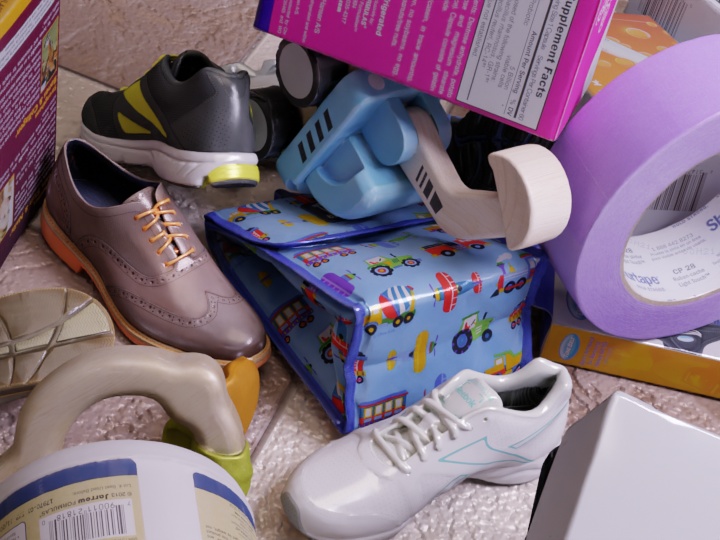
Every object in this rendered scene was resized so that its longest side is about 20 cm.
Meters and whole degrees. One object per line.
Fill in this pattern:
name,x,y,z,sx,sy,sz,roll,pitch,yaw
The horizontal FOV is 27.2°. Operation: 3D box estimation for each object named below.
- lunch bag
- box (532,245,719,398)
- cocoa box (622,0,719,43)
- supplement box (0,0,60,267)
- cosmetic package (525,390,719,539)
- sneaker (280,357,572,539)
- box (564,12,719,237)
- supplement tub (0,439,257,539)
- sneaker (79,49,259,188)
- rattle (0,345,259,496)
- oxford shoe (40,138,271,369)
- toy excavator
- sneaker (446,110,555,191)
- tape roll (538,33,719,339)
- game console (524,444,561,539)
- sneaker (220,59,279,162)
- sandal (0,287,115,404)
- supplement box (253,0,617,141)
lunch bag,0.000,0.000,0.984,0.150,0.095,0.200,-16,36,-31
box,0.203,0.024,1.036,0.198,0.042,0.119,12,43,0
cocoa box,0.315,-0.157,1.186,0.131,0.134,0.200,-20,53,-33
supplement box,-0.246,-0.105,0.925,0.085,0.201,0.111,17,42,4
cosmetic package,0.169,0.195,0.717,0.199,0.123,0.200,22,74,2
sneaker,0.042,0.098,0.883,0.199,0.081,0.071,-18,53,-29
box,0.189,-0.109,1.095,0.123,0.098,0.200,1,31,-19
supplement tub,-0.107,0.196,0.690,0.143,0.145,0.201,0,45,-16
sneaker,-0.124,-0.109,1.006,0.074,0.085,0.199,0,13,-39
rattle,-0.162,0.092,0.841,0.199,0.131,0.143,-16,34,5
oxford shoe,-0.133,-0.009,0.949,0.200,0.073,0.071,37,46,21
toy excavator,0.031,-0.073,0.948,0.099,0.194,0.201,-18,73,-39
sneaker,0.094,-0.075,1.037,0.078,0.076,0.200,13,6,-33
tape roll,0.210,-0.049,0.938,0.199,0.201,0.066,-8,48,-23
game console,0.187,0.201,0.794,0.198,0.172,0.118,8,16,-8
sneaker,-0.025,-0.118,1.100,0.199,0.074,0.089,-21,52,-20
sandal,-0.242,0.053,0.866,0.198,0.054,0.081,-4,65,-10
supplement box,0.052,-0.171,0.904,0.199,0.104,0.101,23,33,9
